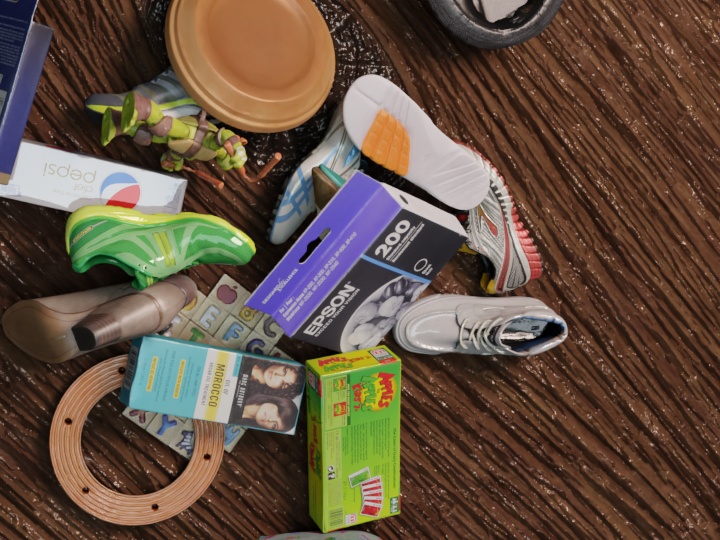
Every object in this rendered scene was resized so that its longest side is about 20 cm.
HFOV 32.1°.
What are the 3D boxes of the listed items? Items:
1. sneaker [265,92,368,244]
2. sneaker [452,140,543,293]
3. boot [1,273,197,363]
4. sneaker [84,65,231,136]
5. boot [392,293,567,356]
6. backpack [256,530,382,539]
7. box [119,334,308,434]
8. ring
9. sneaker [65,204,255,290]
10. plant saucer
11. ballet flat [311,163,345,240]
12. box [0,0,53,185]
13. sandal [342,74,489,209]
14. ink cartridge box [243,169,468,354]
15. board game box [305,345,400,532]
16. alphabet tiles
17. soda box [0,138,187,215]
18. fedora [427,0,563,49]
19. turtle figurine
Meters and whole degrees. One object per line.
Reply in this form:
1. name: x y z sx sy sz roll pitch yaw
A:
1. sneaker: -0.038 -0.109 1.418 0.072 0.072 0.201 35 88 -2
2. sneaker: 0.140 -0.061 1.467 0.082 0.078 0.201 -30 103 -7
3. boot: -0.280 0.043 1.370 0.146 0.199 0.071 -30 117 -44
4. sneaker: -0.205 -0.196 1.378 0.198 0.074 0.082 -7 80 -12
5. boot: 0.143 0.066 1.474 0.198 0.096 0.074 -7 99 -13
6. backpack: -0.034 0.367 1.454 0.198 0.167 0.128 0 78 -10
7. box: -0.164 0.128 1.408 0.198 0.049 0.083 12 90 -24
8. ring: -0.254 0.192 1.430 0.198 0.019 0.203 -2 98 -14
9. sneaker: -0.210 -0.018 1.314 0.198 0.074 0.084 4 73 -6
10. plant saucer: -0.113 -0.248 1.355 0.199 0.037 0.202 10 68 -27
11. ballet flat: -0.005 -0.052 1.410 0.072 0.068 0.200 -47 143 12
12. box: -0.378 -0.199 1.302 0.032 0.121 0.202 13 96 -45
13. sandal: 0.055 -0.139 1.401 0.206 0.059 0.079 38 94 -24
14. ink cartridge box: 0.000 0.000 1.377 0.198 0.043 0.199 -49 143 16
15. board game box: -0.008 0.195 1.451 0.101 0.048 0.202 -10 112 -24
16. alphabet tiles: -0.178 0.112 1.449 0.166 0.006 0.201 37 88 -15
17. soda box: -0.294 -0.093 1.362 0.198 0.068 0.064 13 95 -15
18. fedora: 0.142 -0.353 1.420 0.199 0.092 0.203 -2 98 -13
19. turtle figurine: -0.179 -0.139 1.307 0.160 0.199 0.065 18 83 -34
